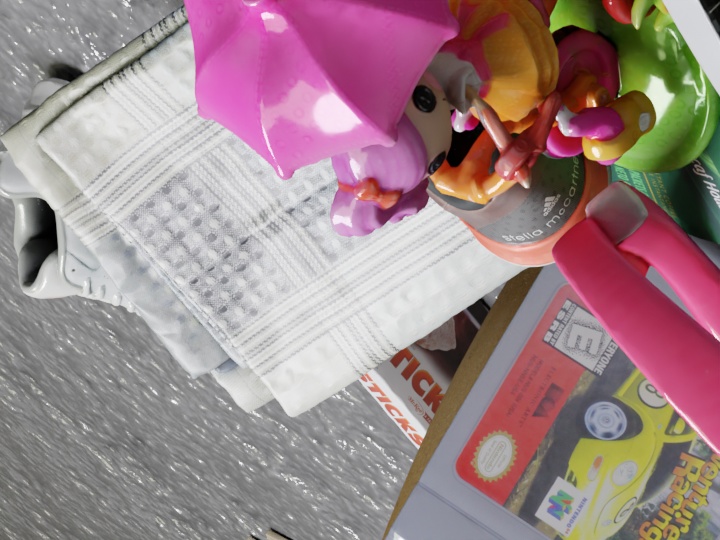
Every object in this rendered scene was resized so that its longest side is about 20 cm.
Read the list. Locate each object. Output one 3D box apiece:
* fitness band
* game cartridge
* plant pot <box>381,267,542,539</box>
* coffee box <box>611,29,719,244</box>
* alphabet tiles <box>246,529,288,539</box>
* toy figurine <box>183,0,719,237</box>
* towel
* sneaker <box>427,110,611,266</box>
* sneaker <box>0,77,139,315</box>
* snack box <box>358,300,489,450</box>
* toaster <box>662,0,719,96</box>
[{"bbox_3d":[0.133,0.034,0.809,0.144,0.037,0.200,49,-170,14],"label":"fitness band"},{"bbox_3d":[0.110,0.072,0.940,0.133,0.200,0.041,31,-172,14],"label":"game cartridge"},{"bbox_3d":[0.089,0.126,1.050,0.186,0.200,0.187,33,155,17],"label":"plant pot"},{"bbox_3d":[0.168,-0.047,0.811,0.200,0.044,0.123,21,151,38],"label":"coffee box"},{"bbox_3d":[0.004,0.264,1.675,0.200,0.006,0.167,24,153,34],"label":"alphabet tiles"},{"bbox_3d":[0.026,-0.079,0.728,0.150,0.184,0.200,22,134,39],"label":"toy figurine"},{"bbox_3d":[-0.039,-0.034,1.037,0.200,0.035,0.193,-31,112,28],"label":"towel"},{"bbox_3d":[0.017,-0.080,0.887,0.200,0.077,0.082,40,-174,41],"label":"sneaker"},{"bbox_3d":[-0.148,-0.009,1.293,0.078,0.099,0.200,7,141,52],"label":"sneaker"},{"bbox_3d":[0.000,0.000,1.117,0.200,0.072,0.024,50,154,-22],"label":"snack box"},{"bbox_3d":[0.142,-0.123,0.607,0.114,0.129,0.200,11,143,48],"label":"toaster"}]
